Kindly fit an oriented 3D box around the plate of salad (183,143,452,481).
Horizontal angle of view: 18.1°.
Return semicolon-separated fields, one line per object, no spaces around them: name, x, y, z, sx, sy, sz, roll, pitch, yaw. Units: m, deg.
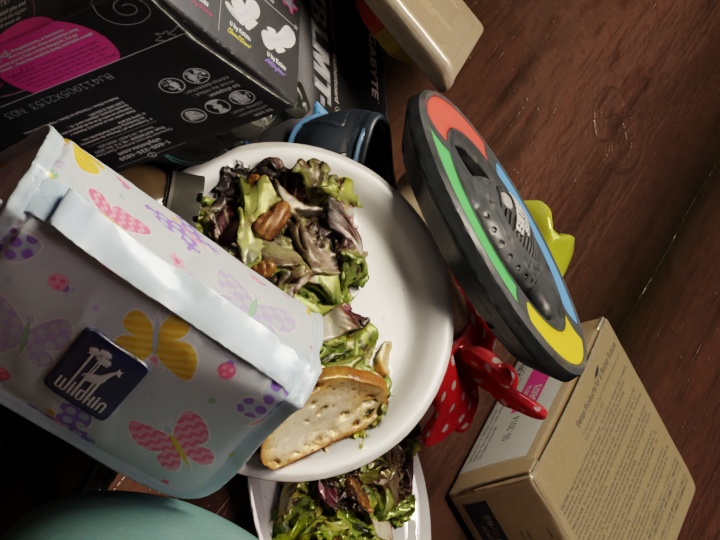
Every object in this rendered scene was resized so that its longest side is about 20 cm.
plate of salad;-0.041;0.020;1.299;0.199;0.048;0.201;3;75;-11

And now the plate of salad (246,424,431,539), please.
plate of salad;-0.003;0.138;1.411;0.200;0.048;0.201;31;51;-47

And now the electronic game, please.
electronic game;0.084;-0.022;1.390;0.200;0.042;0.200;54;16;-24

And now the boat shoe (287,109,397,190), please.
boat shoe;0.000;0.000;1.381;0.084;0.068;0.201;-14;92;-56

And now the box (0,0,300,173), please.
box;-0.145;-0.129;1.166;0.132;0.199;0.115;35;47;-45

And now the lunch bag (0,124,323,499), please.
lunch bag;-0.123;0.023;1.080;0.169;0.200;0.127;35;72;-16

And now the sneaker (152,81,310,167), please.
sneaker;-0.085;-0.104;1.297;0.076;0.079;0.200;63;14;-3

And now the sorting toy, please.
sorting toy;0.006;-0.208;1.510;0.185;0.036;0.200;50;16;-8

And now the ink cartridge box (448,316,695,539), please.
ink cartridge box;0.157;0.158;1.627;0.165;0.075;0.200;60;35;-19

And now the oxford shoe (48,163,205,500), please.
oxford shoe;-0.147;0.035;1.228;0.084;0.073;0.201;14;71;-10

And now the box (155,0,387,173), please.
box;-0.053;-0.115;1.453;0.198;0.050;0.201;26;55;-49

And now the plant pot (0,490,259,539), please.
plant pot;-0.121;0.186;1.102;0.200;0.200;0.135;36;10;-45

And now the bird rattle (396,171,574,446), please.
bird rattle;0.059;0.013;1.494;0.163;0.112;0.200;62;30;-20
